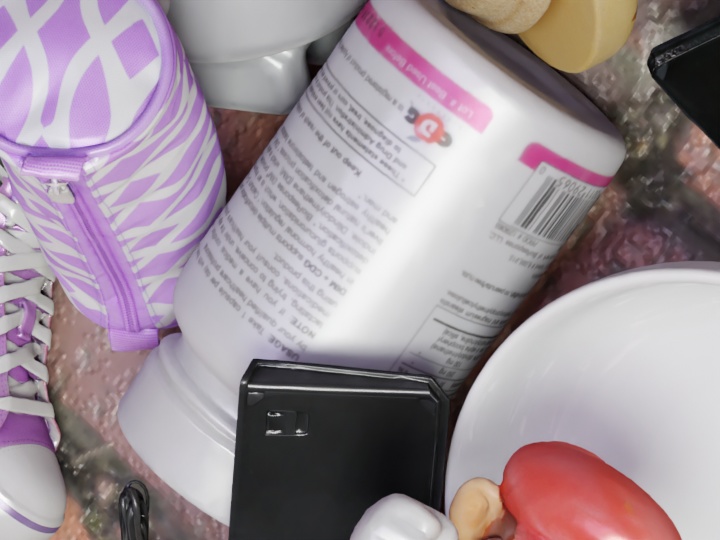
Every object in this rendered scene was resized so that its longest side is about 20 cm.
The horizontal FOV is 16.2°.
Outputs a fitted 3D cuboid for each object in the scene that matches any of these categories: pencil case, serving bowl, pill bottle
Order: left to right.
[{"bbox_3d":[-0.095,-0.040,0.954,0.084,0.200,0.086,-6,71,4],"label":"pencil case"},{"bbox_3d":[0.000,0.000,0.961,0.113,0.113,0.200,41,103,23],"label":"pill bottle"},{"bbox_3d":[0.133,0.086,0.899,0.200,0.066,0.201,10,112,26],"label":"serving bowl"}]

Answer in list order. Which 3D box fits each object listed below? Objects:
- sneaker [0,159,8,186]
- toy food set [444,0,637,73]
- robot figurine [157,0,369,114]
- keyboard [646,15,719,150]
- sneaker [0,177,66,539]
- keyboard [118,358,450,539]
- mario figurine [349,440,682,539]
[{"bbox_3d":[-0.149,-0.111,1.049,0.090,0.078,0.200,15,58,36],"label":"sneaker"},{"bbox_3d":[0.042,-0.182,0.911,0.049,0.198,0.200,-15,36,-13],"label":"toy food set"},{"bbox_3d":[-0.055,-0.159,0.975,0.113,0.170,0.200,6,125,24],"label":"robot figurine"},{"bbox_3d":[0.208,-0.089,0.889,0.200,0.104,0.040,-22,38,35],"label":"keyboard"},{"bbox_3d":[-0.151,0.010,1.058,0.114,0.073,0.201,-33,71,16],"label":"sneaker"},{"bbox_3d":[-0.037,0.116,0.943,0.127,0.021,0.200,3,123,-4],"label":"keyboard"},{"bbox_3d":[0.026,0.133,0.864,0.200,0.123,0.106,-32,74,34],"label":"mario figurine"}]
